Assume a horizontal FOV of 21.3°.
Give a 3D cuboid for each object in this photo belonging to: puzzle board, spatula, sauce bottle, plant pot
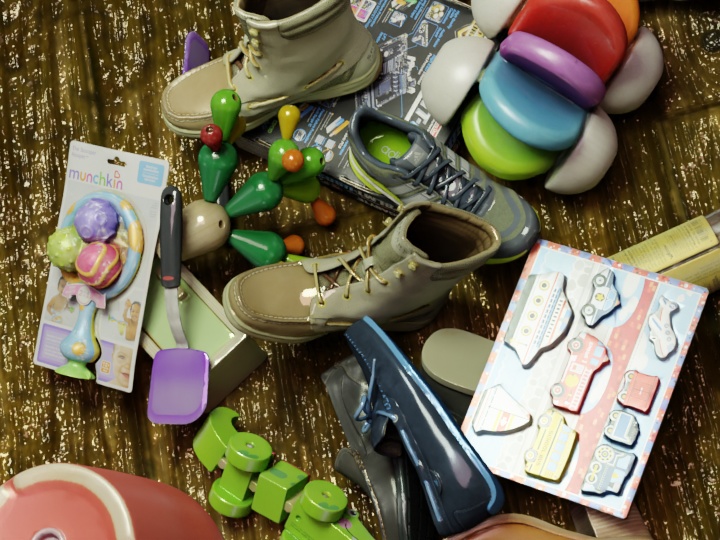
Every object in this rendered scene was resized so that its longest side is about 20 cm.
[{"bbox_3d":[0.175,0.082,1.529,0.150,0.017,0.200,17,73,19],"label":"puzzle board"},{"bbox_3d":[-0.155,0.029,1.606,0.056,0.021,0.200,1,97,24],"label":"spatula"},{"bbox_3d":[0.223,0.014,1.589,0.200,0.065,0.065,-23,66,4],"label":"sauce bottle"},{"bbox_3d":[-0.221,0.245,1.548,0.200,0.177,0.201,-5,68,13],"label":"plant pot"},{"bbox_3d":[-0.138,-0.122,1.739,0.021,0.057,0.200,-17,70,12],"label":"spatula"}]

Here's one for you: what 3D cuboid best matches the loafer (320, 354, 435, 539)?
[{"bbox_3d":[0.015,0.158,1.588,0.072,0.073,0.200,-19,56,16],"label":"loafer"}]

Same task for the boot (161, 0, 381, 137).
[{"bbox_3d":[-0.092,-0.189,1.633,0.200,0.155,0.072,-16,67,6],"label":"boot"}]

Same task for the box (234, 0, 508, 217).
[{"bbox_3d":[0.009,-0.167,1.719,0.198,0.050,0.200,25,78,19],"label":"box"}]

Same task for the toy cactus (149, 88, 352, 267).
[{"bbox_3d":[-0.098,-0.049,1.635,0.165,0.200,0.102,-29,33,0],"label":"toy cactus"}]

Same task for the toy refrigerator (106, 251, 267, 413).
[{"bbox_3d":[-0.179,0.025,1.681,0.076,0.070,0.200,-42,65,-4],"label":"toy refrigerator"}]

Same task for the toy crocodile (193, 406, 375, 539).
[{"bbox_3d":[-0.062,0.187,1.599,0.200,0.062,0.068,32,121,22],"label":"toy crocodile"}]

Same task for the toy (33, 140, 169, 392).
[{"bbox_3d":[-0.233,-0.004,1.637,0.115,0.047,0.200,13,99,33],"label":"toy"}]

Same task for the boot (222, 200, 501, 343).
[{"bbox_3d":[0.000,0.000,1.558,0.200,0.155,0.072,-1,68,-24],"label":"boot"}]

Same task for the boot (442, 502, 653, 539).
[{"bbox_3d":[0.148,0.267,1.503,0.200,0.077,0.156,-13,70,-11],"label":"boot"}]

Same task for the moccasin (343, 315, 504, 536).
[{"bbox_3d":[0.034,0.121,1.511,0.068,0.080,0.200,-37,56,3],"label":"moccasin"}]

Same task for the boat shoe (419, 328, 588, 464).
[{"bbox_3d":[0.140,0.116,1.574,0.201,0.063,0.074,26,55,21],"label":"boat shoe"}]

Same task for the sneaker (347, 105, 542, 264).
[{"bbox_3d":[0.062,-0.073,1.602,0.200,0.081,0.074,31,82,23],"label":"sneaker"}]

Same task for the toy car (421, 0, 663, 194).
[{"bbox_3d":[0.162,-0.172,1.607,0.175,0.150,0.200,32,79,-5],"label":"toy car"}]
